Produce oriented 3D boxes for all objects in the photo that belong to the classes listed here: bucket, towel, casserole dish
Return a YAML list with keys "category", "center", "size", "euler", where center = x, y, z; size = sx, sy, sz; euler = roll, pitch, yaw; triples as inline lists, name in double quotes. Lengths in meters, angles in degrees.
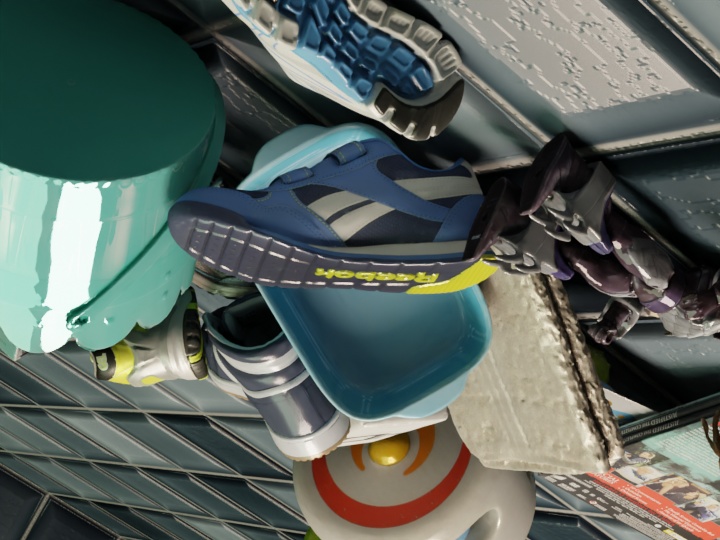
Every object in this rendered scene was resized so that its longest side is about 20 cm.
- category: "bucket"
  center: [-0.185, -0.067, 1.031]
  size: [0.207, 0.207, 0.135]
  euler: [26, 134, 5]
- category: "towel"
  center: [0.093, 0.043, 1.097]
  size: [0.132, 0.034, 0.200]
  euler: [-3, 114, 50]
- category: "casserole dish"
  center: [0.000, 0.000, 1.062]
  size: [0.200, 0.121, 0.039]
  euler: [60, -179, -6]

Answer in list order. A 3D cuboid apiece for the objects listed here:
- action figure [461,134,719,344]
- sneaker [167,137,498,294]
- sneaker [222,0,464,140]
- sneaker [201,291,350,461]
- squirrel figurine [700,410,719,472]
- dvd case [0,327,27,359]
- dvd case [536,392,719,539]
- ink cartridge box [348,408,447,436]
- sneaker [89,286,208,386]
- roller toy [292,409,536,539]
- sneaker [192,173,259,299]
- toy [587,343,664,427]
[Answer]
- category: "action figure"
  center: [0.164, 0.005, 0.980]
  size: [0.200, 0.069, 0.130]
  euler: [30, 151, -19]
- category: "sneaker"
  center: [-0.016, -0.035, 0.997]
  size: [0.200, 0.082, 0.074]
  euler: [5, 161, -17]
- category: "sneaker"
  center: [-0.036, -0.137, 0.880]
  size: [0.087, 0.075, 0.200]
  euler: [14, 157, 48]
- category: "sneaker"
  center: [-0.076, 0.042, 1.158]
  size: [0.200, 0.070, 0.109]
  euler: [41, 160, 57]
- category: "squirrel figurine"
  center: [0.266, 0.079, 0.848]
  size: [0.200, 0.187, 0.141]
  euler: [39, 157, -31]
- category: "dvd case"
  center: [-0.200, -0.034, 1.117]
  size: [0.146, 0.200, 0.022]
  euler: [40, 136, 20]
- category: "dvd case"
  center: [0.246, 0.147, 1.203]
  size: [0.146, 0.022, 0.200]
  euler: [30, 147, -24]
- category: "ink cartridge box"
  center: [-0.008, 0.069, 1.254]
  size: [0.067, 0.116, 0.200]
  euler: [-5, 171, -20]
- category: "sneaker"
  center: [-0.152, 0.032, 1.160]
  size: [0.076, 0.075, 0.200]
  euler: [-9, -172, -8]
- category: "roller toy"
  center: [0.044, 0.166, 1.374]
  size: [0.182, 0.200, 0.140]
  euler: [5, 151, 26]
- category: "sneaker"
  center: [-0.129, -0.044, 1.227]
  size: [0.200, 0.078, 0.086]
  euler: [21, 156, 18]
- category: "toy"
  center: [0.158, 0.085, 1.216]
  size: [0.200, 0.047, 0.115]
  euler: [28, 155, -14]
